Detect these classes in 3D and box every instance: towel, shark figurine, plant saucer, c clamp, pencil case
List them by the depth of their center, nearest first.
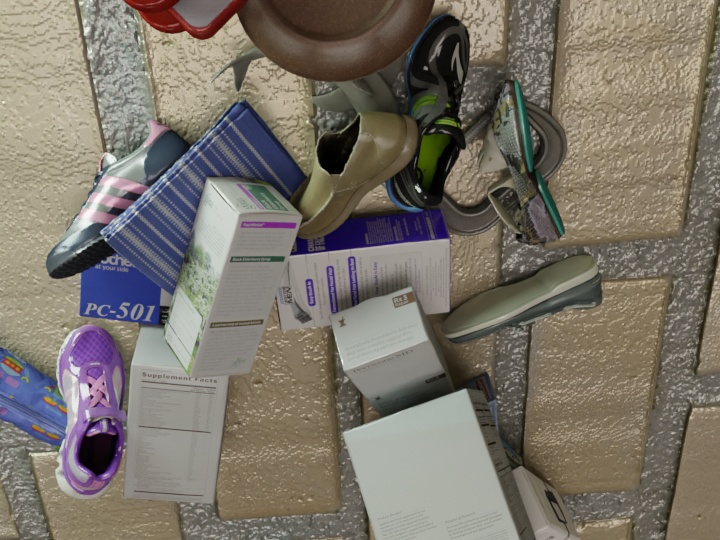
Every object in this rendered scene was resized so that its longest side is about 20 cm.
[{"bbox_3d":[-0.027,-0.279,0.794,0.199,0.037,0.202,0,94,4],"label":"plant saucer"},{"bbox_3d":[-0.030,-0.194,0.858,0.214,0.090,0.128,23,111,-15],"label":"shark figurine"},{"bbox_3d":[-0.157,-0.068,0.899,0.200,0.024,0.145,-44,138,-2],"label":"towel"},{"bbox_3d":[0.122,-0.121,0.944,0.200,0.027,0.171,-36,115,15],"label":"c clamp"},{"bbox_3d":[-0.396,0.159,1.024,0.200,0.087,0.078,37,93,-23],"label":"pencil case"}]

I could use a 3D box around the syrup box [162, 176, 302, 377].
[{"bbox_3d":[-0.138,0.008,0.899,0.081,0.079,0.201,0,122,-40],"label":"syrup box"}]

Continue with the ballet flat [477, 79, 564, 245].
[{"bbox_3d":[0.162,-0.105,0.910,0.072,0.072,0.201,-21,123,7],"label":"ballet flat"}]

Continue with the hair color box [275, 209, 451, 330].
[{"bbox_3d":[0.000,0.000,0.971,0.199,0.065,0.110,-7,129,-3],"label":"hair color box"}]

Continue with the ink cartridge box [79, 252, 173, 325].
[{"bbox_3d":[-0.216,0.015,0.982,0.199,0.044,0.094,8,116,-8],"label":"ink cartridge box"}]

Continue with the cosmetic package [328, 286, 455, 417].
[{"bbox_3d":[0.042,0.102,0.984,0.101,0.074,0.200,-20,152,7],"label":"cosmetic package"}]

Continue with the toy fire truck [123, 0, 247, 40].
[{"bbox_3d":[-0.168,-0.317,0.754,0.200,0.112,0.168,45,92,-2],"label":"toy fire truck"}]

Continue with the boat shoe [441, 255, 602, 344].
[{"bbox_3d":[0.196,0.050,1.019,0.199,0.073,0.062,-25,114,3],"label":"boat shoe"}]

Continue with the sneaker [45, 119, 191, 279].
[{"bbox_3d":[-0.262,-0.075,0.904,0.200,0.070,0.082,-39,83,-4],"label":"sneaker"}]

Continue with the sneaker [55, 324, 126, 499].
[{"bbox_3d":[-0.304,0.161,0.983,0.080,0.088,0.201,3,78,-27],"label":"sneaker"}]

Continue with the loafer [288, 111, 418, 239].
[{"bbox_3d":[-0.024,-0.103,0.877,0.067,0.076,0.200,24,136,-30],"label":"loafer"}]

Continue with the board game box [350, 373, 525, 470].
[{"bbox_3d":[0.124,0.237,1.122,0.200,0.062,0.200,-39,115,17],"label":"board game box"}]

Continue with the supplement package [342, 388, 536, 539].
[{"bbox_3d":[0.096,0.255,0.973,0.151,0.151,0.201,-21,76,12],"label":"supplement package"}]

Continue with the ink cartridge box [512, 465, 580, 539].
[{"bbox_3d":[0.191,0.340,1.122,0.144,0.085,0.200,-30,148,12],"label":"ink cartridge box"}]

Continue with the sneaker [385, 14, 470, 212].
[{"bbox_3d":[0.082,-0.156,0.867,0.070,0.083,0.201,10,94,-31],"label":"sneaker"}]

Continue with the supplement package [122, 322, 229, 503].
[{"bbox_3d":[-0.217,0.165,1.026,0.113,0.110,0.201,7,119,-10],"label":"supplement package"}]
